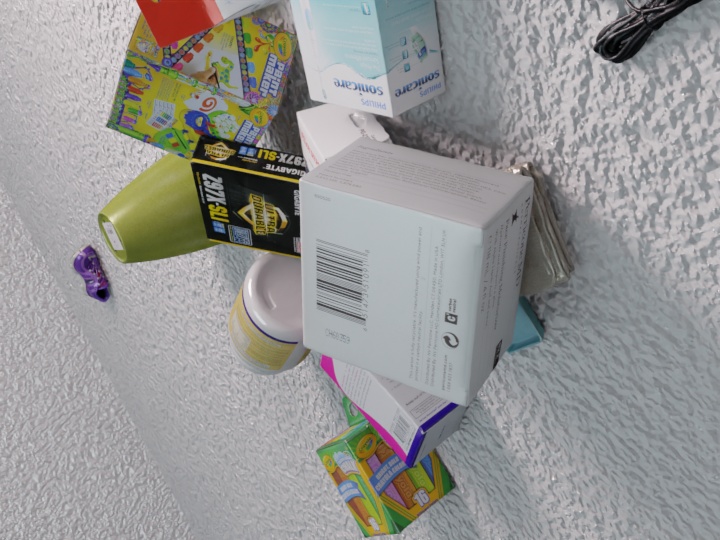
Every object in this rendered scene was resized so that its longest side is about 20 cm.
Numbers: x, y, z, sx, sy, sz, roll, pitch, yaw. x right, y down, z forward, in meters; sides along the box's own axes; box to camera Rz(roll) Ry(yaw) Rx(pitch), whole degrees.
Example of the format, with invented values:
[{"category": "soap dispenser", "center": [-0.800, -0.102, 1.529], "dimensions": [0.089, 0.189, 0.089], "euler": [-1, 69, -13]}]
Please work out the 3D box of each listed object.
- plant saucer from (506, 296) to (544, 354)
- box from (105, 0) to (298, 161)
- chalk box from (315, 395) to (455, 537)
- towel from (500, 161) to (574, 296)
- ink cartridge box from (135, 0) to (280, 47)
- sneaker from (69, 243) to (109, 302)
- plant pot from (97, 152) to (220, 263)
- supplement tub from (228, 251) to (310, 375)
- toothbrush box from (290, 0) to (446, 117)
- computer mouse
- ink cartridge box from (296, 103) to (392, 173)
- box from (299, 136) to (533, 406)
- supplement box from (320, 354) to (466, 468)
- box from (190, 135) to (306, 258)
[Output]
[{"category": "plant saucer", "center": [0.141, -0.002, 0.954], "dimensions": [0.202, 0.019, 0.070], "euler": [60, 150, 3]}, {"category": "box", "center": [-0.209, -0.242, 1.089], "dimensions": [0.190, 0.124, 0.200], "euler": [21, 154, -17]}, {"category": "chalk box", "center": [0.024, 0.282, 1.270], "dimensions": [0.201, 0.123, 0.125], "euler": [58, 150, 4]}, {"category": "towel", "center": [0.131, -0.032, 0.901], "dimensions": [0.199, 0.034, 0.134], "euler": [-13, 100, 50]}, {"category": "ink cartridge box", "center": [-0.168, -0.362, 0.935], "dimensions": [0.057, 0.199, 0.164], "euler": [-14, 104, 61]}, {"category": "sneaker", "center": [-0.711, 0.008, 2.242], "dimensions": [0.083, 0.081, 0.201], "euler": [29, 149, 23]}, {"category": "plant pot", "center": [-0.336, -0.097, 1.424], "dimensions": [0.187, 0.199, 0.189], "euler": [37, 143, 35]}, {"category": "supplement tub", "center": [-0.127, 0.072, 1.303], "dimensions": [0.146, 0.144, 0.200], "euler": [54, 149, 11]}, {"category": "toothbrush box", "center": [0.000, -0.275, 0.867], "dimensions": [0.146, 0.085, 0.202], "euler": [22, 132, 46]}, {"category": "computer mouse", "center": [0.181, -0.265, 0.636], "dimensions": [0.202, 0.046, 0.140], "euler": [62, 152, -2]}, {"category": "ink cartridge box", "center": [-0.011, -0.084, 1.004], "dimensions": [0.145, 0.083, 0.202], "euler": [-119, 18, -54]}, {"category": "box", "center": [0.052, -0.004, 0.845], "dimensions": [0.198, 0.131, 0.201], "euler": [17, 124, 25]}, {"category": "supplement box", "center": [0.045, 0.148, 1.147], "dimensions": [0.200, 0.103, 0.102], "euler": [45, 147, 23]}, {"category": "box", "center": [-0.142, -0.095, 1.156], "dimensions": [0.157, 0.050, 0.201], "euler": [13, 152, 3]}]
